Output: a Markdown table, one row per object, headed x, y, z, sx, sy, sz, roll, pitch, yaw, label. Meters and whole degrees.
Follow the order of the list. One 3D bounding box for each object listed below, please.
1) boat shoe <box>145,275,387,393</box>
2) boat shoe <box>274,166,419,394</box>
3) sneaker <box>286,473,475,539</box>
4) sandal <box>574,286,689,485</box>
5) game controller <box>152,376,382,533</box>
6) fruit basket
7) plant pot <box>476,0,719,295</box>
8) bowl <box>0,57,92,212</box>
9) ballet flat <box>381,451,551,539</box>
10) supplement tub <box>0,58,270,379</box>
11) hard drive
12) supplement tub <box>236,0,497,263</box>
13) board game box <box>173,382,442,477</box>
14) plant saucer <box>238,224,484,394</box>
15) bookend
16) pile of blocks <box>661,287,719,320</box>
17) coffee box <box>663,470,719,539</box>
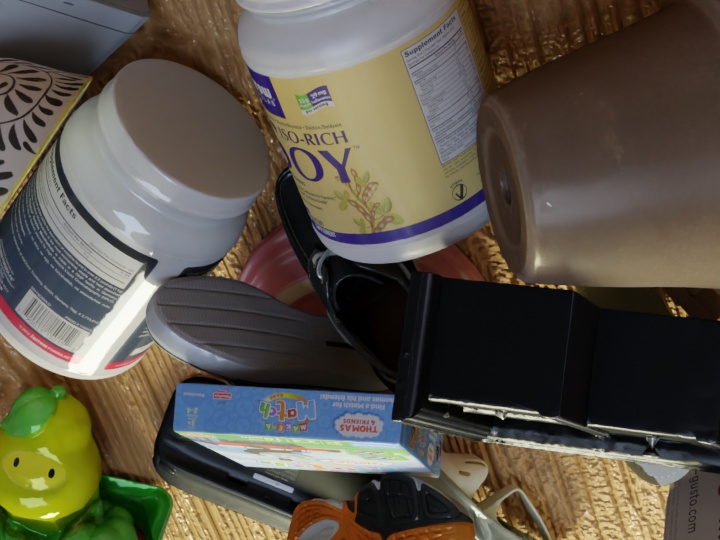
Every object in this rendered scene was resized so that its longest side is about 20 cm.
| x | y | z | sx | sy | sz | roll | pitch | yaw | label |
| --- | --- | --- | --- | --- | --- | --- | --- | --- | --- |
| -0.064 | 0.061 | 1.234 | 0.199 | 0.073 | 0.071 | 16 | 138 | -30 | boat shoe |
| 0.000 | 0.000 | 1.218 | 0.072 | 0.201 | 0.068 | -37 | 156 | 11 | boat shoe |
| 0.031 | 0.196 | 1.335 | 0.091 | 0.077 | 0.199 | 14 | 164 | -33 | sneaker |
| 0.192 | 0.038 | 1.258 | 0.077 | 0.070 | 0.213 | -20 | 95 | 23 | sandal |
| -0.064 | 0.155 | 1.424 | 0.198 | 0.042 | 0.105 | 22 | 113 | -3 | game controller |
| -0.256 | 0.197 | 1.440 | 0.213 | 0.157 | 0.216 | 10 | 144 | 8 | fruit basket |
| 0.165 | -0.065 | 1.074 | 0.173 | 0.201 | 0.202 | -12 | 124 | -7 | plant pot |
| -0.266 | -0.067 | 1.163 | 0.094 | 0.201 | 0.201 | 34 | 126 | -9 | bowl |
| 0.087 | 0.177 | 1.387 | 0.200 | 0.067 | 0.064 | 43 | 89 | -20 | ballet flat |
| -0.164 | -0.033 | 1.245 | 0.140 | 0.141 | 0.200 | 35 | 125 | -11 | supplement tub |
| -0.253 | -0.137 | 1.218 | 0.199 | 0.027 | 0.131 | -36 | 150 | 33 | hard drive |
| 0.008 | -0.122 | 1.136 | 0.144 | 0.146 | 0.201 | -11 | 121 | 21 | supplement tub |
| -0.030 | 0.111 | 1.239 | 0.150 | 0.037 | 0.200 | 2 | 169 | 11 | board game box |
| 0.000 | 0.050 | 1.319 | 0.198 | 0.051 | 0.202 | 7 | 127 | 9 | plant saucer |
| 0.145 | 0.068 | 1.128 | 0.198 | 0.199 | 0.093 | 6 | 83 | 18 | bookend |
| 0.298 | 0.003 | 1.212 | 0.198 | 0.062 | 0.083 | 9 | 108 | 3 | pile of blocks |
| 0.340 | 0.194 | 1.242 | 0.196 | 0.200 | 0.201 | -20 | 117 | 25 | coffee box |
